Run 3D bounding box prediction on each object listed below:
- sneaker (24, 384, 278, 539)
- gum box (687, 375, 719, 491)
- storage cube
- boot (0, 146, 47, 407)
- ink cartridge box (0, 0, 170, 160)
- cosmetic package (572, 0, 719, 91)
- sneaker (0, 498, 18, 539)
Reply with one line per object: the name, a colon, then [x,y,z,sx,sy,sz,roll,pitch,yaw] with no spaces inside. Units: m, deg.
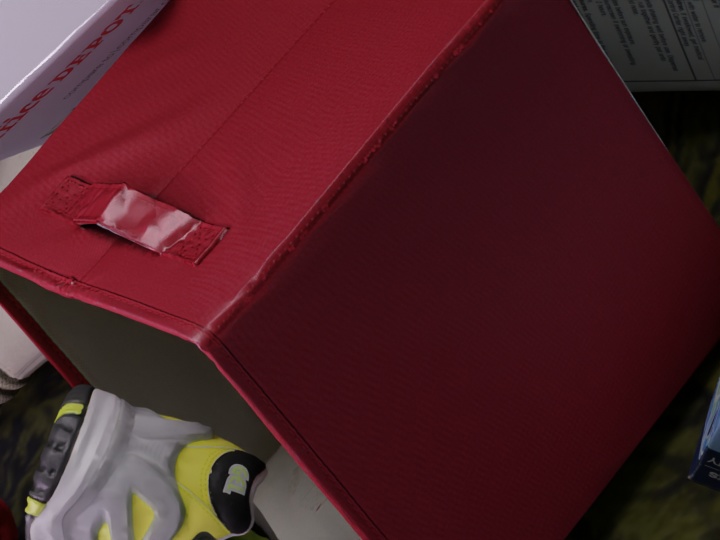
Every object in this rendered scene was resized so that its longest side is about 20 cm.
sneaker: [-0.067,0.116,1.045,0.076,0.200,0.076,13,62,11]
gum box: [0.166,-0.037,0.948,0.044,0.200,0.171,20,64,4]
storage cube: [0.000,0.000,1.065,0.180,0.200,0.171,-50,35,-16]
boot: [-0.146,-0.050,1.324,0.154,0.072,0.201,-36,54,31]
ink cartridge box: [-0.098,-0.122,1.181,0.144,0.085,0.200,-39,-9,37]
cosmetic package: [0.110,-0.128,1.101,0.199,0.104,0.088,2,56,23]
sneaker: [-0.163,0.159,1.178,0.085,0.077,0.200,-30,39,14]
